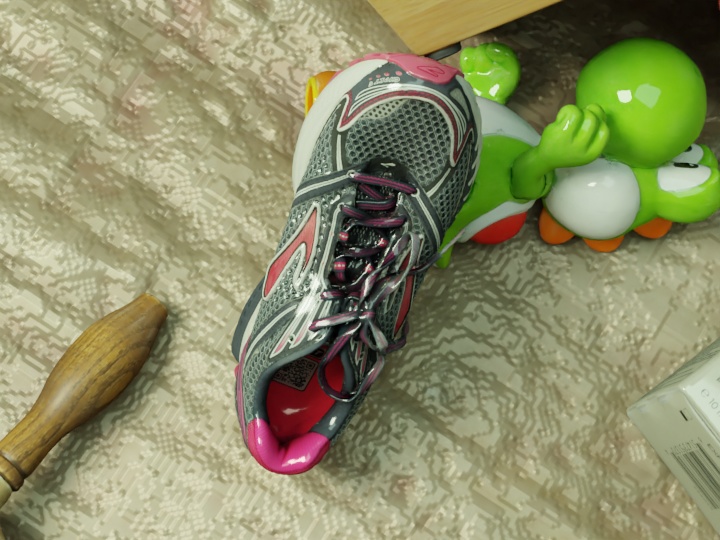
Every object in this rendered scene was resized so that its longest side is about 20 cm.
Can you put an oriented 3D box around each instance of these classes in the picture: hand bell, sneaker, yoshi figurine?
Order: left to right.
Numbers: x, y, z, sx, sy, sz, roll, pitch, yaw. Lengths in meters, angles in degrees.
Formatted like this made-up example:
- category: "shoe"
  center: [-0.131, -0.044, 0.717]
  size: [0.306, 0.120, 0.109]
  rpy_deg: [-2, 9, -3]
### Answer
- category: "hand bell"
  center: [-0.156, 0.084, 0.776]
  size: [0.104, 0.104, 0.200]
  rpy_deg: [37, 65, 5]
- category: "sneaker"
  center: [0.000, 0.000, 0.746]
  size: [0.080, 0.075, 0.200]
  rpy_deg: [15, 119, -10]
- category: "yoshi figurine"
  center: [0.076, -0.070, 0.809]
  size: [0.200, 0.112, 0.113]
  rpy_deg: [3, 70, -6]

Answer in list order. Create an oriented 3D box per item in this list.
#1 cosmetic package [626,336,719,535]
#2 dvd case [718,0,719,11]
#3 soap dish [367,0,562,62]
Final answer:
- category: "cosmetic package"
  center: [0.234, 0.034, 0.796]
  size: [0.200, 0.103, 0.087]
  rpy_deg: [-37, 83, -10]
- category: "dvd case"
  center: [0.171, -0.171, 0.792]
  size: [0.022, 0.200, 0.146]
  rpy_deg: [-5, 76, 12]
- category: "soap dish"
  center: [0.079, -0.159, 0.770]
  size: [0.157, 0.200, 0.081]
  rpy_deg: [-20, 99, 12]
